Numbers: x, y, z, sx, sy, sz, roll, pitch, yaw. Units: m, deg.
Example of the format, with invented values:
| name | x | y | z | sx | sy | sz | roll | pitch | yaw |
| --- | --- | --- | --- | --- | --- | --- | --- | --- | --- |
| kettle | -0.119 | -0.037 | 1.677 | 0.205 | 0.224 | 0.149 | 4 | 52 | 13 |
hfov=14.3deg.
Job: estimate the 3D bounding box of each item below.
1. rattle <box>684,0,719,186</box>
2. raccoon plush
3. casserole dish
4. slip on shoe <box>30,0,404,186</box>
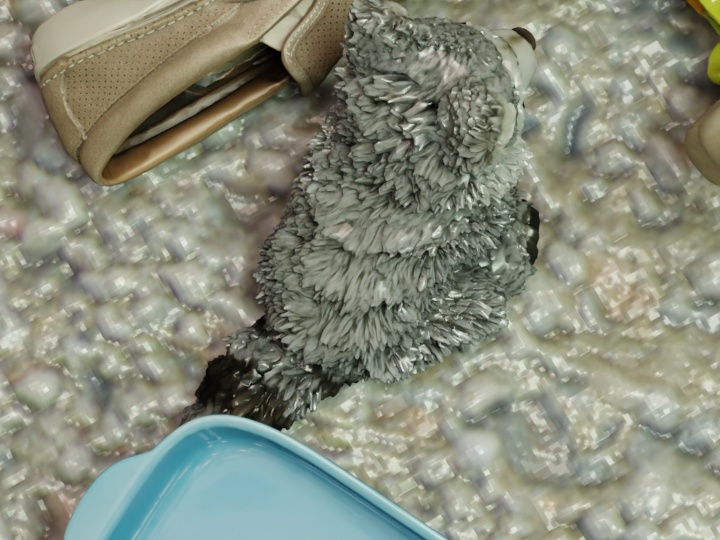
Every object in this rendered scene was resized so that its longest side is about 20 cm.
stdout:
| name | x | y | z | sx | sy | sz | roll | pitch | yaw |
| --- | --- | --- | --- | --- | --- | --- | --- | --- | --- |
| rattle | 0.132 | -0.100 | 0.979 | 0.130 | 0.200 | 0.143 | -22 | 96 | 29 |
| raccoon plush | 0.000 | 0.000 | 1.005 | 0.097 | 0.134 | 0.200 | 24 | 78 | 12 |
| casserole dish | -0.011 | 0.133 | 0.997 | 0.200 | 0.039 | 0.121 | 34 | 99 | 6 |
| slip on shoe | -0.024 | -0.094 | 1.065 | 0.200 | 0.076 | 0.061 | -21 | 66 | 2 |
